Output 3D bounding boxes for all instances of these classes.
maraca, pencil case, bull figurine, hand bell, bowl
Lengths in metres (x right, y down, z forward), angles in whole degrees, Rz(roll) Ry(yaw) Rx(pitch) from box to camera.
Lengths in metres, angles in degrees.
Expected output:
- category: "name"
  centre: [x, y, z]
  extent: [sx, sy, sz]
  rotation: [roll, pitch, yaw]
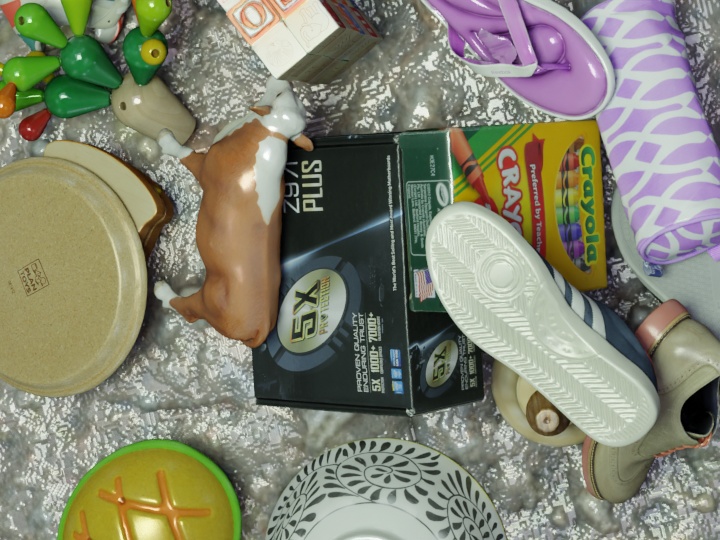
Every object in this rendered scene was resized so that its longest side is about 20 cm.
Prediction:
- category: "maraca"
  centre: [-0.178, 0.223, 1.374]
  extent: [0.137, 0.107, 0.200]
  rotation: [40, 99, 3]
- category: "pencil case"
  centre: [0.216, -0.102, 1.263]
  extent: [0.084, 0.085, 0.201]
  rotation: [-31, 64, 42]
- category: "bull figurine"
  centre: [-0.093, -0.047, 1.285]
  extent: [0.121, 0.065, 0.201]
  rotation: [16, 104, 46]
- category: "hand bell"
  centre: [0.137, 0.093, 1.267]
  extent: [0.103, 0.200, 0.105]
  rotation: [1, 95, 9]
- category: "bowl"
  centre: [0.013, 0.237, 1.352]
  extent: [0.199, 0.094, 0.202]
  rotation: [1, 95, 9]

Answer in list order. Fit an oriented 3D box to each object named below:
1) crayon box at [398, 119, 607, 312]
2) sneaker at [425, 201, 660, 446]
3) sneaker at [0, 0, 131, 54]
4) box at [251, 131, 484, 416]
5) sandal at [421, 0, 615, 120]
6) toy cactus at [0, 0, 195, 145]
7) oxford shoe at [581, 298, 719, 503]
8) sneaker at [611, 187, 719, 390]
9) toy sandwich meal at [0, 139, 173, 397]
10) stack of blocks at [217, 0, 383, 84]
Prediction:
- category: "crayon box"
  centre: [0.116, -0.043, 1.268]
  extent: [0.051, 0.199, 0.128]
  rotation: [0, 96, 45]
- category: "sneaker"
  centre: [0.123, 0.029, 1.187]
  extent: [0.075, 0.085, 0.200]
  rotation: [-40, 94, 23]
- category: "sneaker"
  centre: [-0.189, -0.232, 1.372]
  extent: [0.199, 0.070, 0.094]
  rotation: [-20, 108, 8]
- category: "box"
  centre: [0.000, 0.000, 1.304]
  extent: [0.163, 0.086, 0.202]
  rotation: [1, 96, 43]
- category: "sandal"
  centre: [0.093, -0.172, 1.267]
  extent: [0.202, 0.050, 0.083]
  rotation: [41, 136, 18]
- category: "toy cactus"
  centre: [-0.192, -0.145, 1.334]
  extent: [0.200, 0.103, 0.165]
  rotation: [-33, 128, 29]
- category: "oxford shoe"
  centre: [0.213, 0.113, 1.267]
  extent: [0.075, 0.070, 0.201]
  rotation: [39, 144, 25]
- category: "sneaker"
  centre: [0.252, 0.019, 1.313]
  extent: [0.070, 0.099, 0.201]
  rotation: [-32, 57, 0]
- category: "toy sandwich meal"
  centre: [-0.233, -0.003, 1.372]
  extent: [0.204, 0.070, 0.207]
  rotation: [3, 96, 25]
- category: "stack of blocks"
  centre: [-0.054, -0.199, 1.277]
  extent: [0.058, 0.200, 0.115]
  rotation: [-38, 89, 10]
